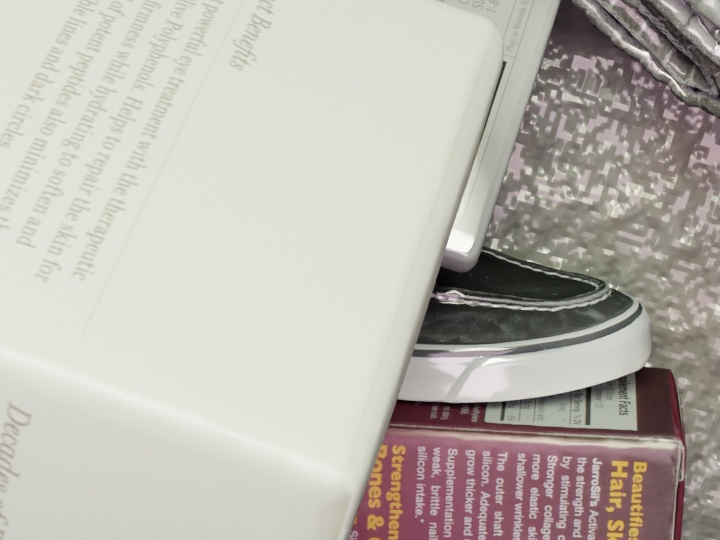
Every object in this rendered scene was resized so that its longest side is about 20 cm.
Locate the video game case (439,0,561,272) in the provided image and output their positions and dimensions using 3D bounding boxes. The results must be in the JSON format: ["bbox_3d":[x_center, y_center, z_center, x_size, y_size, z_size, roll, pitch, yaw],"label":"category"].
[{"bbox_3d":[-0.021,-0.119,0.803,0.182,0.022,0.200,18,76,1],"label":"video game case"}]

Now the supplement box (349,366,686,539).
[{"bbox_3d":[0.008,0.091,0.876,0.200,0.086,0.111,3,106,4],"label":"supplement box"}]

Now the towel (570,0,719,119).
[{"bbox_3d":[0.097,-0.170,0.770,0.200,0.086,0.166,45,75,-9],"label":"towel"}]

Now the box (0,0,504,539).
[{"bbox_3d":[-0.079,0.031,0.696,0.171,0.199,0.200,18,130,1],"label":"box"}]

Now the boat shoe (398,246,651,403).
[{"bbox_3d":[0.000,0.000,0.864,0.200,0.072,0.068,5,108,10],"label":"boat shoe"}]
